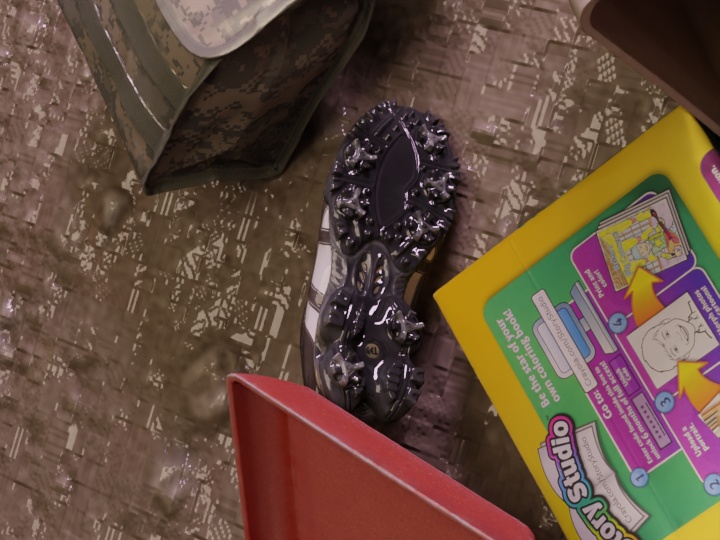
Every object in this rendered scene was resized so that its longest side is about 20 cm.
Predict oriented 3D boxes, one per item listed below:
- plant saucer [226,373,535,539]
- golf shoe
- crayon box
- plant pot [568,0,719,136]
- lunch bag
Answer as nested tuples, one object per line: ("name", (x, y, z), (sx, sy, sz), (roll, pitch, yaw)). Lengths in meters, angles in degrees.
("plant saucer", (0.018, 0.160, 0.956), (0.199, 0.037, 0.201), (29, 139, 32))
("golf shoe", (0.000, 0.000, 1.025), (0.095, 0.077, 0.201), (131, 156, -60))
("crayon box", (0.156, 0.048, 0.931), (0.172, 0.058, 0.201), (-38, 65, 22))
("plant pot", (0.190, -0.204, 0.882), (0.199, 0.199, 0.178), (-40, 53, 20))
("lunch bag", (-0.082, -0.167, 1.045), (0.165, 0.117, 0.200), (63, 142, 23))
